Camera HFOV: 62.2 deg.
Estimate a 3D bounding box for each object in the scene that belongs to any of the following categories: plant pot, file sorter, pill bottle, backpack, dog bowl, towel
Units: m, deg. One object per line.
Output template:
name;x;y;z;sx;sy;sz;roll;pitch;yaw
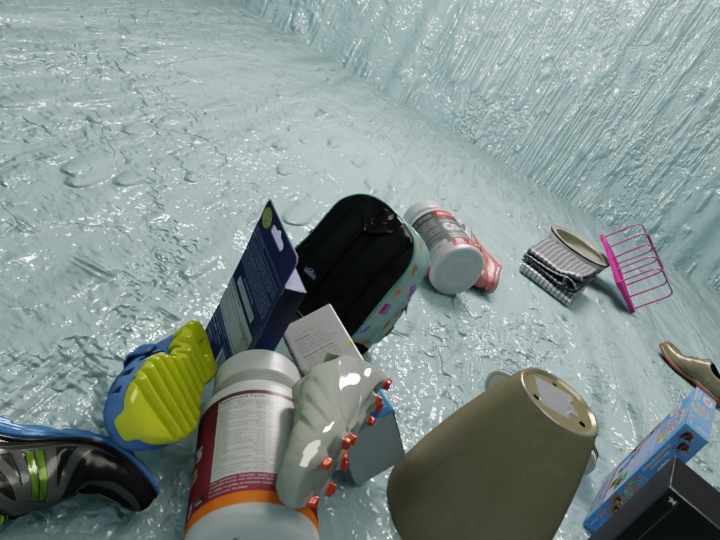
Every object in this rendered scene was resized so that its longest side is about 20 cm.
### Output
plant pot;0.155;0.208;0.643;0.186;0.201;0.188;24;26;-12
file sorter;0.785;-0.014;1.697;0.139;0.124;0.201;47;31;-33
pill bottle;-0.096;0.172;0.542;0.108;0.110;0.201;20;27;-20
backpack;0.000;0.000;0.850;0.176;0.201;0.153;43;12;29
dog bowl;0.630;-0.048;1.762;0.198;0.074;0.201;24;27;-13
pill bottle;0.161;-0.055;1.220;0.113;0.115;0.201;15;30;-29
towel;0.515;-0.006;1.549;0.165;0.086;0.199;40;27;20

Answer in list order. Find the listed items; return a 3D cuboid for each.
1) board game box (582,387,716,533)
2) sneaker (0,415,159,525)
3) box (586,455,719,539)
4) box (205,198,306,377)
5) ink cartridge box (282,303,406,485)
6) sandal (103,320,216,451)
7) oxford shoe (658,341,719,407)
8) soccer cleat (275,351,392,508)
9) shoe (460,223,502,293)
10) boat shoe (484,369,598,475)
board game box;0.392;0.259;0.806;0.037;0.201;0.151;41;28;22
sneaker;-0.256;0.161;0.456;0.198;0.071;0.084;21;49;-26
box;0.314;0.318;0.614;0.141;0.201;0.079;40;27;17
box;-0.115;0.036;0.660;0.032;0.201;0.122;12;31;-33
ink cartridge box;-0.029;0.124;0.681;0.067;0.116;0.201;-26;49;-11
sandal;-0.193;0.110;0.549;0.200;0.086;0.080;-108;178;-82
oxford shoe;0.825;0.236;1.460;0.070;0.075;0.200;5;35;-40
soccer cleat;-0.035;0.128;0.510;0.077;0.070;0.200;23;20;12
shoe;0.255;-0.026;1.328;0.090;0.072;0.201;26;31;-12
boat shoe;0.273;0.218;0.898;0.199;0.075;0.062;38;28;11
